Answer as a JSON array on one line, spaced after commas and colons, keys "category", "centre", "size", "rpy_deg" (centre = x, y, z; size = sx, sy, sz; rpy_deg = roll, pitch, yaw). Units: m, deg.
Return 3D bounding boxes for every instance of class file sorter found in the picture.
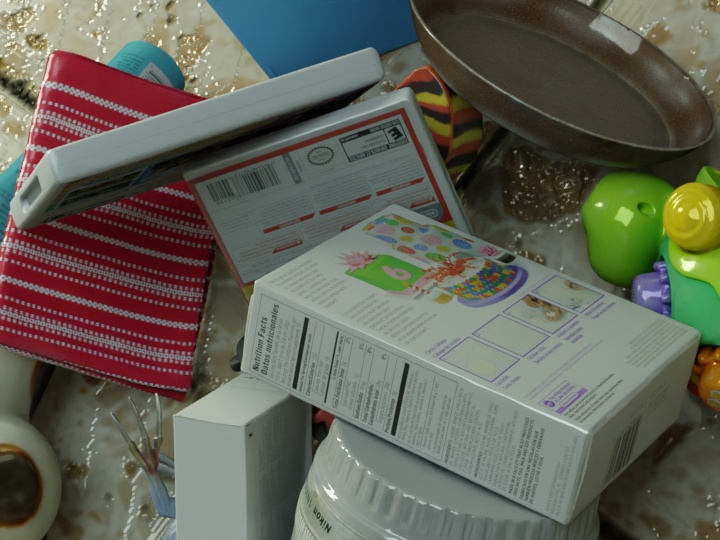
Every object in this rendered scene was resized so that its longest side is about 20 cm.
[{"category": "file sorter", "centre": [-0.035, -0.232, 1.260], "size": [0.138, 0.200, 0.123], "rpy_deg": [-19, 60, 14]}]

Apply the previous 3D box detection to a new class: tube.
[{"category": "tube", "centre": [-0.186, -0.069, 1.295], "size": [0.077, 0.050, 0.200], "rpy_deg": [35, 56, -1]}]

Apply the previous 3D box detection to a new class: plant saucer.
[{"category": "plant saucer", "centre": [0.115, -0.117, 1.178], "size": [0.200, 0.200, 0.032], "rpy_deg": [44, 122, 29]}]

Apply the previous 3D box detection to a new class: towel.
[{"category": "towel", "centre": [-0.154, -0.030, 1.270], "size": [0.022, 0.144, 0.201], "rpy_deg": [-20, 56, 58]}]

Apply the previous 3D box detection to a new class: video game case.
[{"category": "video game case", "centre": [0.000, 0.000, 1.169], "size": [0.142, 0.201, 0.017], "rpy_deg": [-17, 29, 14]}, {"category": "video game case", "centre": [-0.101, -0.075, 1.172], "size": [0.199, 0.182, 0.024], "rpy_deg": [-19, 88, -18]}]

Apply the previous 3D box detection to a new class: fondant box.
[{"category": "fondant box", "centre": [0.059, 0.043, 1.048], "size": [0.199, 0.144, 0.059], "rpy_deg": [25, 120, 24]}]

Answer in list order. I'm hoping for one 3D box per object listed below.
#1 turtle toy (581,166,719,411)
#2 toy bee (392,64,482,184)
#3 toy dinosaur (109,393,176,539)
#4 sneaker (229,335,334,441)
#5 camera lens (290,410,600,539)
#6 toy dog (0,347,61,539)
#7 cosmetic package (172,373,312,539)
[{"category": "turtle toy", "centre": [0.203, 0.010, 1.116], "size": [0.101, 0.145, 0.200], "rpy_deg": [-49, 58, 21]}, {"category": "toy bee", "centre": [0.012, -0.045, 1.232], "size": [0.130, 0.200, 0.109], "rpy_deg": [-24, 86, -28]}, {"category": "toy dinosaur", "centre": [-0.094, 0.161, 1.211], "size": [0.181, 0.105, 0.201], "rpy_deg": [-33, 95, 4]}, {"category": "sneaker", "centre": [0.025, 0.064, 1.158], "size": [0.200, 0.071, 0.098], "rpy_deg": [22, 102, 6]}, {"category": "camera lens", "centre": [0.035, 0.182, 1.058], "size": [0.159, 0.160, 0.201], "rpy_deg": [26, 115, 28]}, {"category": "toy dog", "centre": [-0.247, 0.089, 1.270], "size": [0.193, 0.140, 0.201], "rpy_deg": [-1, 63, -18]}, {"category": "cosmetic package", "centre": [-0.066, 0.167, 1.126], "size": [0.050, 0.082, 0.201], "rpy_deg": [7, 106, 23]}]
